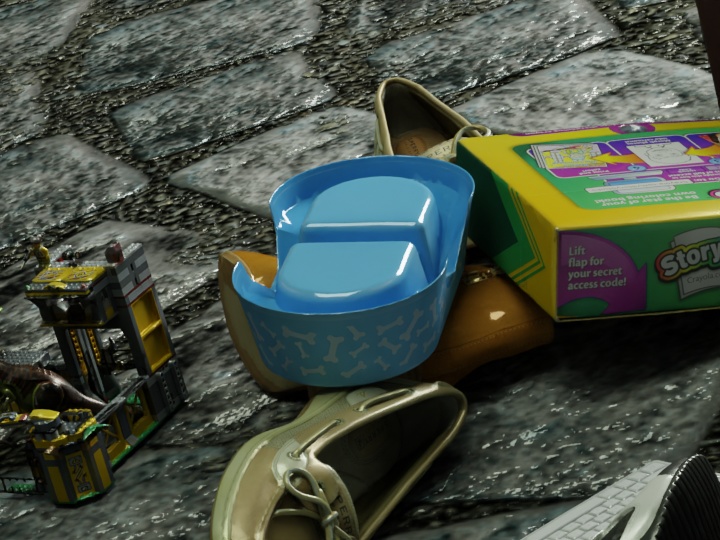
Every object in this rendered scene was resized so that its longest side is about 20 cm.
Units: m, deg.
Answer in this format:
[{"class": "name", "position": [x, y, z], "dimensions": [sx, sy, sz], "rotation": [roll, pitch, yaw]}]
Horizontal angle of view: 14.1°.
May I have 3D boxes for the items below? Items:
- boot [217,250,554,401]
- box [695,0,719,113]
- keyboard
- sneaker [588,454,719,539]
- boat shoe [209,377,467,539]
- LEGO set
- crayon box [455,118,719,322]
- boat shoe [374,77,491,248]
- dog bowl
[{"class": "boot", "position": [0.013, 0.023, 1.628], "dimensions": [0.144, 0.071, 0.201], "rotation": [-17, 24, -19]}, {"class": "box", "position": [0.307, -0.188, 1.792], "dimensions": [0.166, 0.164, 0.200], "rotation": [-5, 24, 23]}, {"class": "keyboard", "position": [0.082, 0.137, 1.363], "dimensions": [0.200, 0.011, 0.056], "rotation": [-28, 25, -28]}, {"class": "sneaker", "position": [0.097, 0.146, 1.245], "dimensions": [0.088, 0.074, 0.200], "rotation": [-6, 27, 32]}, {"class": "boat shoe", "position": [-0.010, 0.105, 1.426], "dimensions": [0.063, 0.073, 0.201], "rotation": [-9, 15, 28]}, {"class": "LEGO set", "position": [-0.199, 0.047, 1.626], "dimensions": [0.200, 0.116, 0.154], "rotation": [3, 29, 40]}, {"class": "crayon box", "position": [0.171, -0.031, 1.587], "dimensions": [0.200, 0.058, 0.173], "rotation": [-5, 20, -15]}, {"class": "boat shoe", "position": [0.045, -0.065, 1.806], "dimensions": [0.073, 0.063, 0.200], "rotation": [-20, 23, -12]}, {"class": "dog bowl", "position": [0.000, 0.000, 1.539], "dimensions": [0.111, 0.050, 0.200], "rotation": [-1, 24, 12]}]
